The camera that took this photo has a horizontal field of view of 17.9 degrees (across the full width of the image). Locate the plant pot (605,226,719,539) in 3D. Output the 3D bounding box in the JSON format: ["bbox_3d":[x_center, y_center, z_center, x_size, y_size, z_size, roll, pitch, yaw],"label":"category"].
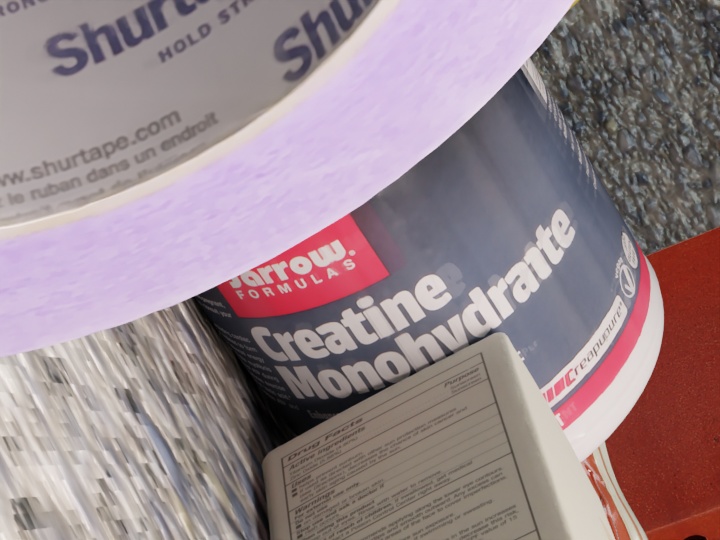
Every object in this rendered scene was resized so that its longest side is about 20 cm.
[{"bbox_3d":[0.208,0.120,1.430,0.200,0.199,0.177,52,22,-45],"label":"plant pot"}]

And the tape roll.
[{"bbox_3d":[-0.061,-0.078,0.322,0.200,0.200,0.085,49,14,-56],"label":"tape roll"}]

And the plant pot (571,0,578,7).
[{"bbox_3d":[0.020,-0.173,0.958,0.200,0.200,0.176,48,18,3],"label":"plant pot"}]

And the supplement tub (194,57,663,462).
[{"bbox_3d":[0.004,-0.026,0.771,0.200,0.140,0.140,55,9,-31],"label":"supplement tub"}]

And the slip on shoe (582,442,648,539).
[{"bbox_3d":[0.102,0.127,1.176,0.061,0.074,0.201,-2,63,-30],"label":"slip on shoe"}]

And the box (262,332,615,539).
[{"bbox_3d":[0.032,0.107,0.651,0.078,0.095,0.200,58,9,-22],"label":"box"}]
